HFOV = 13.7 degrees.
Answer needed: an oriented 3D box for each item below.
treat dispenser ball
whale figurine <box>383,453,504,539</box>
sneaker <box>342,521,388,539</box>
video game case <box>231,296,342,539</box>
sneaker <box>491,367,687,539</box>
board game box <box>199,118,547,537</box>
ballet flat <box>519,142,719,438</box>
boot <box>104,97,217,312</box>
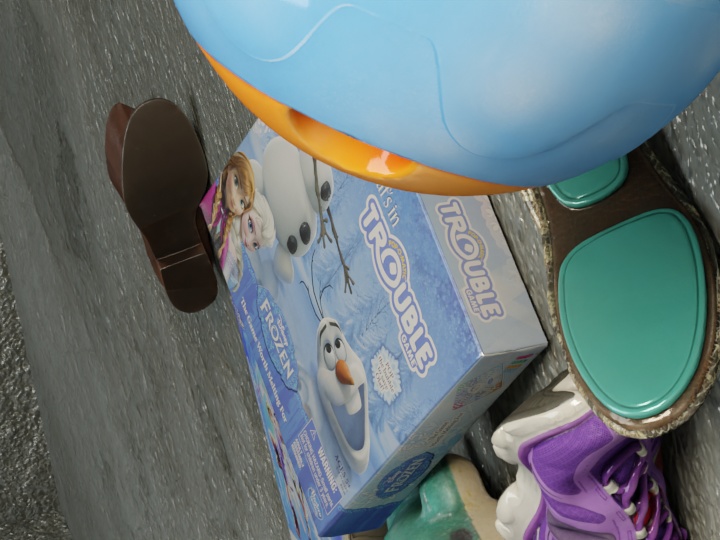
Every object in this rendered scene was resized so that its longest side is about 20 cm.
[{"bbox_3d":[0.032,-0.123,0.933,0.201,0.200,0.202,163,90,-78],"label":"treat dispenser ball"},{"bbox_3d":[0.040,0.168,1.545,0.200,0.103,0.160,-124,20,-57],"label":"whale figurine"},{"bbox_3d":[0.031,0.199,1.697,0.106,0.074,0.201,131,120,-74],"label":"sneaker"},{"bbox_3d":[-0.024,0.114,1.916,0.181,0.045,0.201,-150,45,-72],"label":"video game case"},{"bbox_3d":[0.109,0.089,1.246,0.084,0.080,0.200,50,168,21],"label":"sneaker"},{"bbox_3d":[0.000,0.000,1.492,0.199,0.043,0.201,-51,53,50],"label":"board game box"},{"bbox_3d":[0.100,-0.011,1.149,0.075,0.067,0.201,52,-164,-54],"label":"ballet flat"},{"bbox_3d":[-0.163,-0.089,2.261,0.200,0.064,0.187,-115,16,-55],"label":"boot"}]
